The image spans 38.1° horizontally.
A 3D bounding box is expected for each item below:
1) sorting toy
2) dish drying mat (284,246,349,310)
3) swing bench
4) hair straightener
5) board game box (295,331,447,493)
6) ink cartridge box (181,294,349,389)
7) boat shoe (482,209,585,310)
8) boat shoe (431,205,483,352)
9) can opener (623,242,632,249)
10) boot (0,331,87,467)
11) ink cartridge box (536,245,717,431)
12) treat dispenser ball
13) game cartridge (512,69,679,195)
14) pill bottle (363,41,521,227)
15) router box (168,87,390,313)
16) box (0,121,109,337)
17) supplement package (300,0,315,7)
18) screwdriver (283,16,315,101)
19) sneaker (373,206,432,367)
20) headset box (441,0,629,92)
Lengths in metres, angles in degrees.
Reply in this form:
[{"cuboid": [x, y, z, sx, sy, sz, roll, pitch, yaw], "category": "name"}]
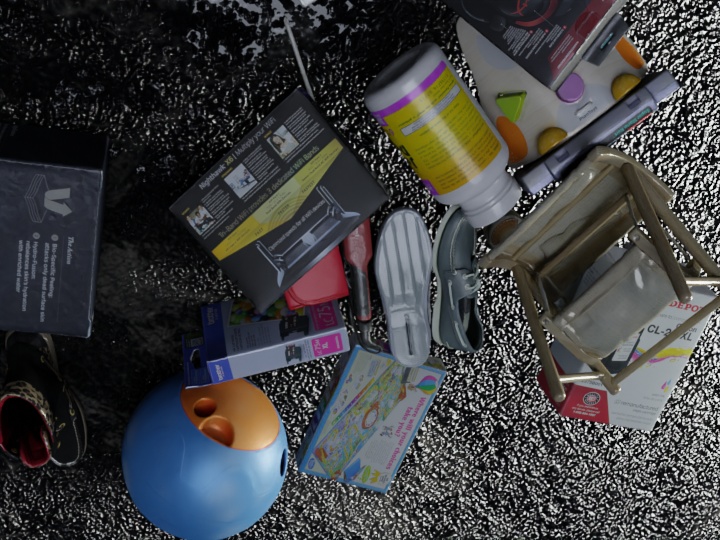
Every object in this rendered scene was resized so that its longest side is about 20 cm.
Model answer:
[{"cuboid": [0.204, -0.243, 1.179, 0.199, 0.107, 0.181, -37, 98, 8], "category": "sorting toy"}, {"cuboid": [-0.071, -0.059, 1.208, 0.076, 0.018, 0.203, -14, 100, -6], "category": "dish drying mat"}, {"cuboid": [0.269, 0.005, 1.155, 0.129, 0.202, 0.199, 2, 143, -45], "category": "swing bench"}, {"cuboid": [0.000, 0.000, 1.250, 0.040, 0.077, 0.204, -12, 97, -8], "category": "hair straightener"}, {"cuboid": [0.012, 0.190, 1.371, 0.133, 0.034, 0.202, 18, 111, -19], "category": "board game box"}, {"cuboid": [-0.119, 0.072, 1.238, 0.197, 0.120, 0.042, -16, 123, -3], "category": "ink cartridge box"}, {"cuboid": [0.233, 0.004, 1.305, 0.199, 0.069, 0.075, 35, 105, -24], "category": "boat shoe"}, {"cuboid": [0.129, 0.012, 1.278, 0.072, 0.061, 0.203, -27, 131, -39], "category": "boat shoe"}, {"cuboid": [0.348, 0.056, 1.363, 0.065, 0.053, 0.203, 2, 116, -13], "category": "can opener"}, {"cuboid": [-0.374, 0.177, 1.220, 0.072, 0.151, 0.203, -10, 117, -6], "category": "boot"}, {"cuboid": [0.329, 0.085, 1.296, 0.143, 0.083, 0.202, 11, 115, -19], "category": "ink cartridge box"}, {"cuboid": [-0.186, 0.219, 1.250, 0.197, 0.202, 0.204, -5, 117, -9], "category": "treat dispenser ball"}, {"cuboid": [0.267, -0.156, 1.201, 0.199, 0.130, 0.039, -37, 98, 8], "category": "game cartridge"}, {"cuboid": [0.098, -0.147, 1.172, 0.104, 0.104, 0.201, -36, 109, 8], "category": "pill bottle"}, {"cuboid": [-0.089, -0.078, 1.165, 0.199, 0.052, 0.158, -40, 97, 9], "category": "router box"}, {"cuboid": [-0.380, -0.048, 1.128, 0.196, 0.118, 0.200, 6, 114, -13], "category": "box"}, {"cuboid": [-0.006, -0.375, 1.044, 0.198, 0.117, 0.118, -29, 118, 4], "category": "supplement package"}, {"cuboid": [-0.053, -0.187, 1.177, 0.027, 0.029, 0.202, -19, 119, -2], "category": "screwdriver"}, {"cuboid": [0.051, 0.015, 1.275, 0.072, 0.071, 0.203, -2, 111, -2], "category": "sneaker"}, {"cuboid": [0.188, -0.296, 1.093, 0.199, 0.075, 0.149, 40, 105, 9], "category": "headset box"}]
